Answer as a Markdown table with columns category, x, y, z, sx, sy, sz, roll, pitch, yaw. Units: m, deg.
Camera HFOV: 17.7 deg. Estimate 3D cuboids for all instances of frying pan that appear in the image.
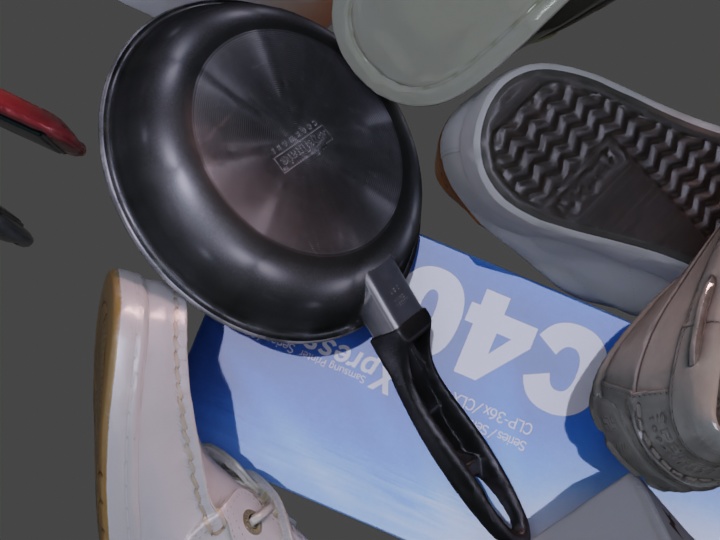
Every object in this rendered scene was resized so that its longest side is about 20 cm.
| category | x | y | z | sx | sy | sz | roll | pitch | yaw |
| --- | --- | --- | --- | --- | --- | --- | --- | --- | --- |
| frying pan | -0.014 | 0.001 | 0.699 | 0.115 | 0.031 | 0.191 | -8 | 73 | -37 |

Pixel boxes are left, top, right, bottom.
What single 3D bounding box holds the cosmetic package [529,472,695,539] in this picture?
| category | x | y | z | sx | sy | sz | roll | pitch | yaw |
| --- | --- | --- | --- | --- | --- | --- | --- | --- | --- |
| cosmetic package | 0.036 | 0.163 | 0.693 | 0.200 | 0.071 | 0.101 | -36 | 121 | 11 |

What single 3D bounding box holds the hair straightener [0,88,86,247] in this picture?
| category | x | y | z | sx | sy | sz | roll | pitch | yaw |
| --- | --- | --- | --- | --- | --- | --- | --- | --- | --- |
| hair straightener | -0.195 | -0.056 | 0.777 | 0.199 | 0.041 | 0.077 | 27 | 86 | 4 |

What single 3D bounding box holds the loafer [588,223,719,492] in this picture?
| category | x | y | z | sx | sy | sz | roll | pitch | yaw |
| --- | --- | --- | --- | --- | --- | --- | --- | --- | --- |
| loafer | 0.145 | -0.016 | 0.677 | 0.070 | 0.070 | 0.200 | 41 | 71 | -11 |

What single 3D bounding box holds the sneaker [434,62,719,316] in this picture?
| category | x | y | z | sx | sy | sz | roll | pitch | yaw |
| --- | --- | --- | --- | --- | --- | --- | --- | --- | --- |
| sneaker | 0.116 | -0.012 | 0.751 | 0.199 | 0.085 | 0.073 | 26 | 81 | -12 |

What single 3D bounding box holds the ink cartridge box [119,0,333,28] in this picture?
| category | x | y | z | sx | sy | sz | roll | pitch | yaw |
| --- | --- | --- | --- | --- | --- | --- | --- | --- | --- |
| ink cartridge box | -0.034 | -0.136 | 0.673 | 0.162 | 0.200 | 0.050 | -41 | 70 | 33 |

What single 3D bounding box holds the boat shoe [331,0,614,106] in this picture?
| category | x | y | z | sx | sy | sz | roll | pitch | yaw |
| --- | --- | --- | --- | --- | --- | --- | --- | --- | --- |
| boat shoe | 0.079 | -0.121 | 0.688 | 0.201 | 0.060 | 0.072 | -32 | 96 | 27 |

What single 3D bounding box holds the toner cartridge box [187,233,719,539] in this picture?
| category | x | y | z | sx | sy | sz | roll | pitch | yaw |
| --- | --- | --- | --- | --- | --- | --- | --- | --- | --- |
| toner cartridge box | 0.043 | 0.049 | 0.758 | 0.199 | 0.043 | 0.095 | 22 | 88 | 4 |

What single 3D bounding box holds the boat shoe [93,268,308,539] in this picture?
| category | x | y | z | sx | sy | sz | roll | pitch | yaw |
| --- | --- | --- | --- | --- | --- | --- | --- | --- | --- |
| boat shoe | -0.046 | 0.091 | 0.723 | 0.069 | 0.071 | 0.201 | -5 | 115 | -3 |
